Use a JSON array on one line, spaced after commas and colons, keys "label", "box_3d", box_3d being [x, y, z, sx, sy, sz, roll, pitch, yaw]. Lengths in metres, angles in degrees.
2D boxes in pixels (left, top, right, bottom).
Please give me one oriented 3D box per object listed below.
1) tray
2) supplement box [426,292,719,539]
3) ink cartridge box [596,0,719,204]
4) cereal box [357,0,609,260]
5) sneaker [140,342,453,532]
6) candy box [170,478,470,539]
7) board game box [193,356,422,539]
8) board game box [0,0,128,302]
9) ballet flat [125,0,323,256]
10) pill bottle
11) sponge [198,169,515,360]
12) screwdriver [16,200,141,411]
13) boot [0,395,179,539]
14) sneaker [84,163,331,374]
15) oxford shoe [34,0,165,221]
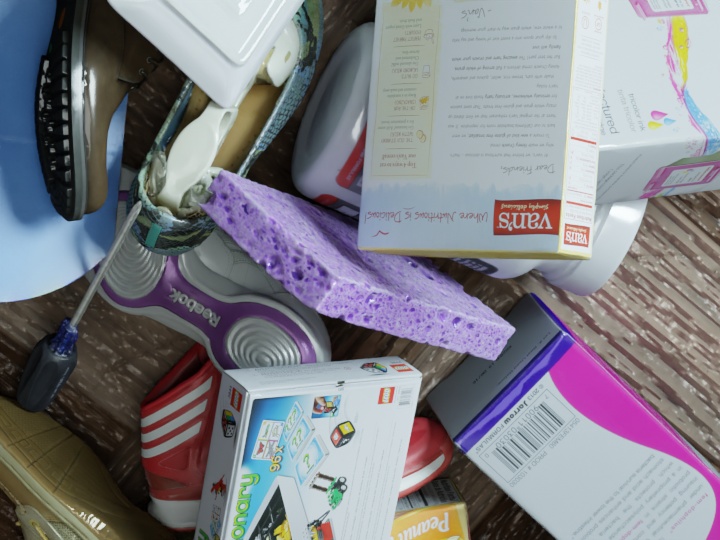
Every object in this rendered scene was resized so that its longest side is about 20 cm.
[{"label": "tray", "box_3d": [-0.054, -0.203, 1.493, 0.107, 0.022, 0.200, 41, 74, -31]}, {"label": "supplement box", "box_3d": [0.152, 0.125, 1.663, 0.101, 0.103, 0.200, -45, 107, 4]}, {"label": "ink cartridge box", "box_3d": [0.170, -0.123, 1.541, 0.200, 0.085, 0.145, -7, 67, -28]}, {"label": "cereal box", "box_3d": [0.070, -0.106, 1.457, 0.039, 0.144, 0.200, 8, 86, -51]}, {"label": "sneaker", "box_3d": [-0.044, 0.093, 1.634, 0.200, 0.078, 0.116, -12, 109, -7]}, {"label": "candy box", "box_3d": [-0.026, 0.211, 1.681, 0.200, 0.055, 0.116, -8, 106, -7]}, {"label": "board game box", "box_3d": [-0.038, 0.152, 1.570, 0.126, 0.035, 0.200, -3, 114, -33]}, {"label": "board game box", "box_3d": [-0.224, -0.079, 1.557, 0.158, 0.039, 0.200, 7, 84, -20]}, {"label": "ballet flat", "box_3d": [-0.076, -0.101, 1.540, 0.074, 0.074, 0.200, 28, 77, -16]}, {"label": "pill bottle", "box_3d": [0.068, -0.064, 1.586, 0.200, 0.116, 0.116, 23, 101, -16]}, {"label": "sponge", "box_3d": [0.000, 0.000, 1.544, 0.030, 0.112, 0.200, -56, 146, 11]}, {"label": "screwdriver", "box_3d": [-0.172, 0.022, 1.564, 0.029, 0.028, 0.200, -2, 143, -27]}, {"label": "boot", "box_3d": [-0.205, 0.191, 1.633, 0.200, 0.073, 0.155, 42, 115, 3]}, {"label": "sneaker", "box_3d": [-0.101, 0.006, 1.604, 0.200, 0.100, 0.075, 41, 104, 5]}, {"label": "oxford shoe", "box_3d": [-0.147, -0.126, 1.529, 0.084, 0.073, 0.200, 8, 83, -22]}]
